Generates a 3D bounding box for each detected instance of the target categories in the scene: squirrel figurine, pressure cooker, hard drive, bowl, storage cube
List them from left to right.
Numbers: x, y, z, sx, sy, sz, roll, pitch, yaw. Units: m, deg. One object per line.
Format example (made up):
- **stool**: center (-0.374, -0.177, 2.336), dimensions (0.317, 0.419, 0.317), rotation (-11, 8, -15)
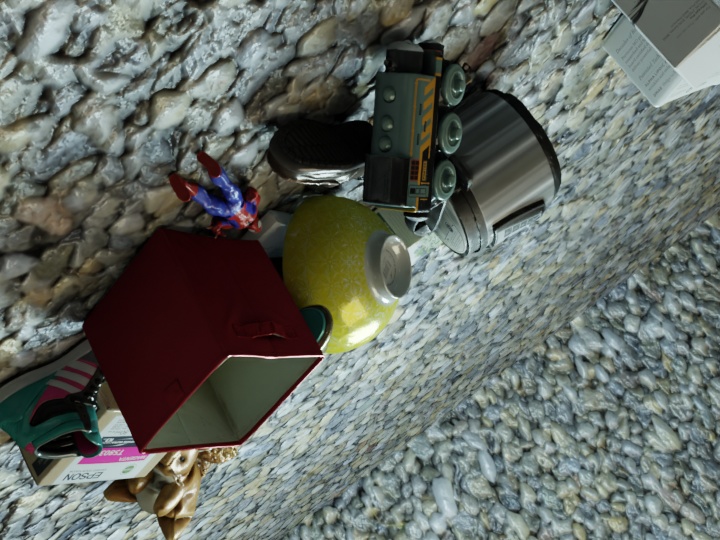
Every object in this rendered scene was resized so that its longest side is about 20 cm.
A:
- **squirrel figurine**: center (-0.286, 0.292, 1.820), dimensions (0.200, 0.141, 0.188), rotation (-40, 159, -46)
- **storage cube**: center (-0.183, 0.082, 1.321), dimensions (0.200, 0.181, 0.170), rotation (-45, 151, 26)
- **hard drive**: center (-0.149, 0.003, 1.486), dimensions (0.200, 0.027, 0.131), rotation (-44, 162, 16)
- **bowl**: center (0.000, 0.000, 1.445), dimensions (0.106, 0.204, 0.199), rotation (-6, -179, 32)
- **pressure cooker**: center (0.142, -0.119, 1.518), dimensions (0.199, 0.179, 0.177), rotation (-33, 128, -12)

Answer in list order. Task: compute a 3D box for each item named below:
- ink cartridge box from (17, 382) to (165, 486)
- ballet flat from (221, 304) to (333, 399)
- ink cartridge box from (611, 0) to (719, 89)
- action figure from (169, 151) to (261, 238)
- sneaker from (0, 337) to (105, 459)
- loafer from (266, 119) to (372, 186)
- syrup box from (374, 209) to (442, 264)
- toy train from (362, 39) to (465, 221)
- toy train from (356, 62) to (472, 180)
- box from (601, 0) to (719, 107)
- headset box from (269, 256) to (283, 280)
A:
- **ink cartridge box**: center (-0.323, 0.204, 1.524), dimensions (0.165, 0.076, 0.199), rotation (-46, 153, 23)
- **ballet flat**: center (-0.088, 0.104, 1.397), dimensions (0.199, 0.071, 0.070), rotation (-37, 165, 31)
- **ink cartridge box**: center (0.353, -0.324, 1.368), dimensions (0.084, 0.201, 0.144), rotation (-43, 161, 19)
- **action figure**: center (-0.147, -0.073, 1.270), dimensions (0.065, 0.052, 0.200), rotation (-42, 165, 3)
- **sneaker**: center (-0.324, 0.155, 1.360), dimensions (0.198, 0.121, 0.084), rotation (-30, 161, -25)
- **loafer**: center (-0.039, -0.119, 1.291), dimensions (0.071, 0.073, 0.199), rotation (-48, 160, 29)
- **syrup box**: center (0.083, -0.073, 1.664), dimensions (0.199, 0.082, 0.079), rotation (-36, 161, -5)
- **toy train**: center (0.057, -0.155, 1.277), dimensions (0.113, 0.084, 0.204), rotation (-6, 103, -54)
- **toy train**: center (0.063, -0.183, 1.427), dimensions (0.200, 0.034, 0.046), rotation (-42, 166, 13)
- **box**: center (0.490, -0.364, 1.658), dimensions (0.197, 0.131, 0.201), rotation (-22, 157, -41)
- **headset box**: center (-0.115, 0.071, 1.524), dimensions (0.200, 0.093, 0.173), rotation (-47, 160, 26)
